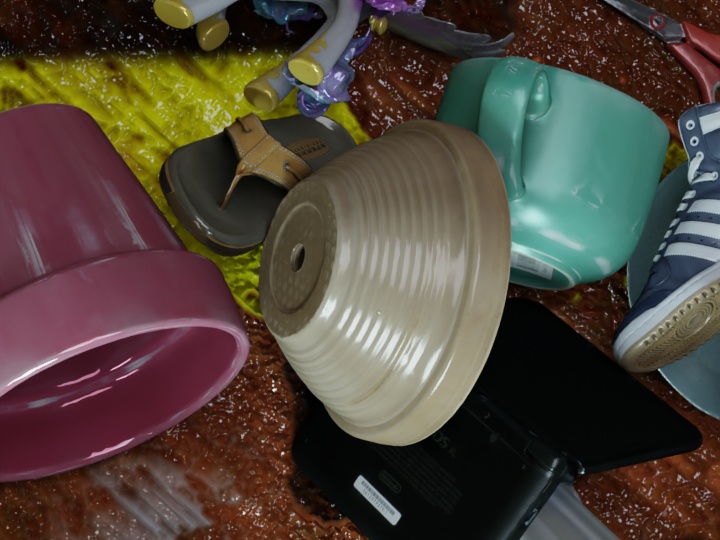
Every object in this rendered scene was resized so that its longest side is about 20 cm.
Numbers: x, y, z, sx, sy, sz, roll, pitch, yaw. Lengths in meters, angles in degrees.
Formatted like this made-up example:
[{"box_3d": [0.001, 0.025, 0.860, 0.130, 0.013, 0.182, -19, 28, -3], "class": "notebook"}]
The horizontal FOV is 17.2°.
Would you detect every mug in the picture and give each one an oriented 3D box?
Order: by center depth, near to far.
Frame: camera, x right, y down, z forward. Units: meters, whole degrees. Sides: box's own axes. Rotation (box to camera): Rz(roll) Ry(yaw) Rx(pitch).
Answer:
[{"box_3d": [0.103, -0.061, 1.537, 0.185, 0.152, 0.115, 26, 76, -37], "class": "mug"}]

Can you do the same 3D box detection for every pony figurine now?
[{"box_3d": [-0.008, -0.188, 1.547, 0.192, 0.167, 0.200, 24, 54, 18], "class": "pony figurine"}]

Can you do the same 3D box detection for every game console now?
[{"box_3d": [0.083, 0.112, 1.511, 0.116, 0.200, 0.176, 31, 96, -42], "class": "game console"}]

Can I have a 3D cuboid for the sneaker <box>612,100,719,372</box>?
[{"box_3d": [0.218, -0.030, 1.540, 0.200, 0.070, 0.109, -42, 63, -2], "class": "sneaker"}]

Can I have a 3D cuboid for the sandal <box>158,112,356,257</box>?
[{"box_3d": [-0.056, -0.068, 1.508, 0.082, 0.055, 0.200, 47, 35, 13], "class": "sandal"}]

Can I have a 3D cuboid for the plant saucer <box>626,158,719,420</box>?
[{"box_3d": [0.271, 0.012, 1.629, 0.200, 0.039, 0.202, 2, 80, -13], "class": "plant saucer"}]

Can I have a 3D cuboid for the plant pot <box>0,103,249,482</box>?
[{"box_3d": [-0.189, 0.006, 1.459, 0.199, 0.200, 0.180, -19, 69, -15], "class": "plant pot"}]

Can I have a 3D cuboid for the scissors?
[{"box_3d": [0.220, -0.171, 1.666, 0.200, 0.014, 0.073, 43, 77, -1], "class": "scissors"}]

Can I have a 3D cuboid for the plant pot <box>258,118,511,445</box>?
[{"box_3d": [0.000, 0.000, 1.453, 0.092, 0.201, 0.202, 13, 77, -28], "class": "plant pot"}]

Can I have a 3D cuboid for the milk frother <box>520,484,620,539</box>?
[{"box_3d": [0.128, 0.267, 1.488, 0.200, 0.188, 0.180, -47, 129, 0], "class": "milk frother"}]
